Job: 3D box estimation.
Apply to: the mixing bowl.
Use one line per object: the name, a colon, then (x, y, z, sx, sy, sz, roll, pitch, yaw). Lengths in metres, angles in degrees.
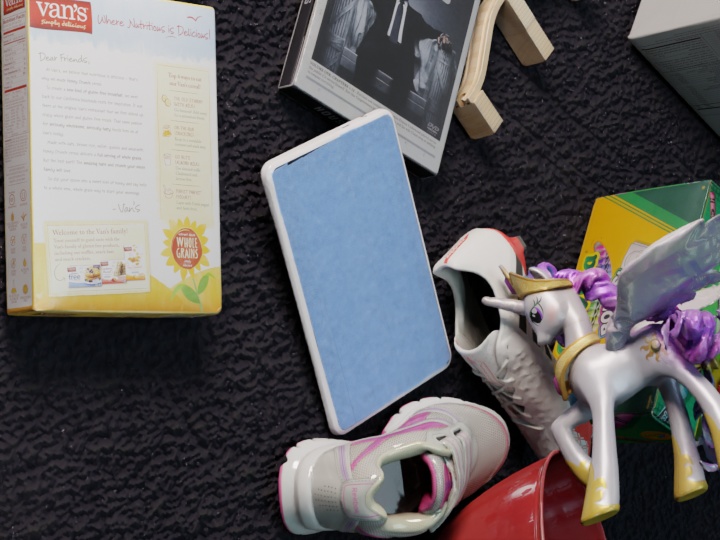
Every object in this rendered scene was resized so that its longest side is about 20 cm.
mixing bowl: (0.111, 0.236, 1.196, 0.200, 0.107, 0.202, -14, 90, -72)

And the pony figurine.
pony figurine: (0.200, 0.056, 1.181, 0.167, 0.191, 0.202, 53, 17, -67)

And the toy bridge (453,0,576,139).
toy bridge: (0.125, -0.193, 1.331, 0.067, 0.027, 0.201, 52, 55, -24)

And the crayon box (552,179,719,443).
crayon box: (0.222, 0.035, 1.333, 0.058, 0.118, 0.202, 33, 64, -34)

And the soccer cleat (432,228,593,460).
soccer cleat: (0.112, 0.067, 1.264, 0.085, 0.068, 0.202, -26, 99, -46)

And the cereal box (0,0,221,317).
cereal box: (-0.154, -0.072, 1.058, 0.143, 0.039, 0.202, 3, 83, -42)

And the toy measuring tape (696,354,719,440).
toy measuring tape: (0.314, 0.140, 1.440, 0.074, 0.073, 0.201, -46, 115, -35)

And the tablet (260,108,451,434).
tablet: (0.000, 0.000, 1.193, 0.130, 0.014, 0.202, -29, 112, -39)

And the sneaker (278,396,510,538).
sneaker: (0.042, 0.143, 1.172, 0.199, 0.088, 0.082, -16, 105, -42)

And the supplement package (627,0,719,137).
supplement package: (0.366, -0.229, 1.472, 0.200, 0.146, 0.193, 39, 61, -32)

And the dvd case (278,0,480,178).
dvd case: (0.023, -0.190, 1.240, 0.150, 0.025, 0.202, 28, 68, -37)
